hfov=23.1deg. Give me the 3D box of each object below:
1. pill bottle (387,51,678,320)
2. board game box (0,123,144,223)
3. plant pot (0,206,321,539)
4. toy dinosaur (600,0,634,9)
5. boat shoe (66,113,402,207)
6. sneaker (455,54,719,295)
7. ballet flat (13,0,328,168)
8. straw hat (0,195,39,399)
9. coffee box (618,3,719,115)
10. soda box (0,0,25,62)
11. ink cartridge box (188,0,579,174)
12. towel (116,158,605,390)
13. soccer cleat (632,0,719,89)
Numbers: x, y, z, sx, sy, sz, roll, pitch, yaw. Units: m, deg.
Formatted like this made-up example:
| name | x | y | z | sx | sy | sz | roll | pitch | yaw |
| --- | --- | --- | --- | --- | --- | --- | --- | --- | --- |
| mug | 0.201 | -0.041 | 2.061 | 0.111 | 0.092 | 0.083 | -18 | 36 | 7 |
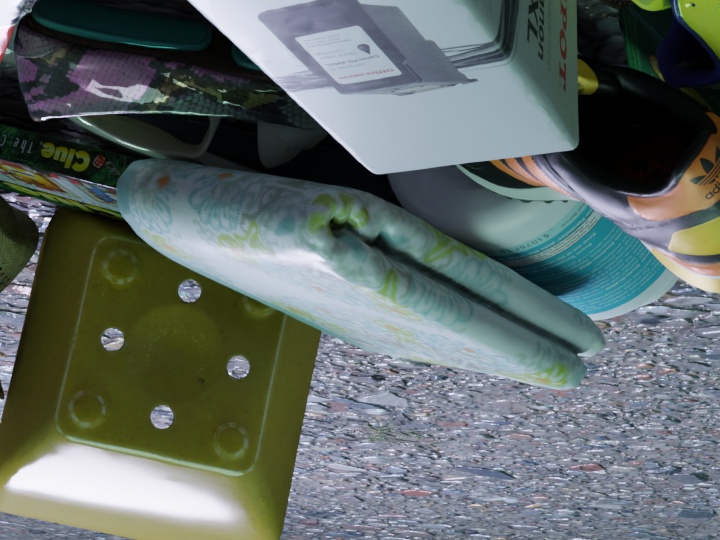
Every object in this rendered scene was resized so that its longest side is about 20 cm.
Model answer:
| name | x | y | z | sx | sy | sz | roll | pitch | yaw |
| --- | --- | --- | --- | --- | --- | --- | --- | --- | --- |
| pill bottle | 0.102 | -0.040 | 0.891 | 0.110 | 0.112 | 0.200 | -6 | 160 | 29 |
| board game box | -0.172 | -0.055 | 0.962 | 0.199 | 0.024 | 0.105 | 15 | 173 | 18 |
| plant pot | -0.118 | 0.064 | 1.062 | 0.193 | 0.197 | 0.200 | 13 | 169 | -7 |
| toy dinosaur | 0.026 | -0.126 | 0.753 | 0.199 | 0.048 | 0.088 | 4 | 160 | 17 |
| boat shoe | -0.054 | -0.071 | 0.902 | 0.199 | 0.062 | 0.075 | 18 | 177 | 4 |
| sneaker | 0.087 | -0.064 | 0.721 | 0.200 | 0.070 | 0.090 | 32 | 172 | 42 |
| ballet flat | -0.066 | -0.086 | 0.837 | 0.199 | 0.069 | 0.072 | 5 | 119 | 2 |
| straw hat | -0.243 | -0.018 | 1.071 | 0.085 | 0.201 | 0.201 | -39 | 162 | -5 |
| coffee box | 0.191 | -0.038 | 0.760 | 0.044 | 0.200 | 0.123 | -37 | 155 | -2 |
| soda box | -0.177 | -0.130 | 0.745 | 0.070 | 0.064 | 0.200 | 9 | 163 | -17 |
| ink cartridge box | 0.005 | -0.134 | 0.551 | 0.083 | 0.146 | 0.200 | -6 | 160 | 22 |
| towel | 0.000 | 0.000 | 0.856 | 0.199 | 0.048 | 0.171 | 27 | 168 | -38 |
| soccer cleat | 0.124 | -0.127 | 0.634 | 0.083 | 0.065 | 0.200 | -16 | 148 | 12 |
